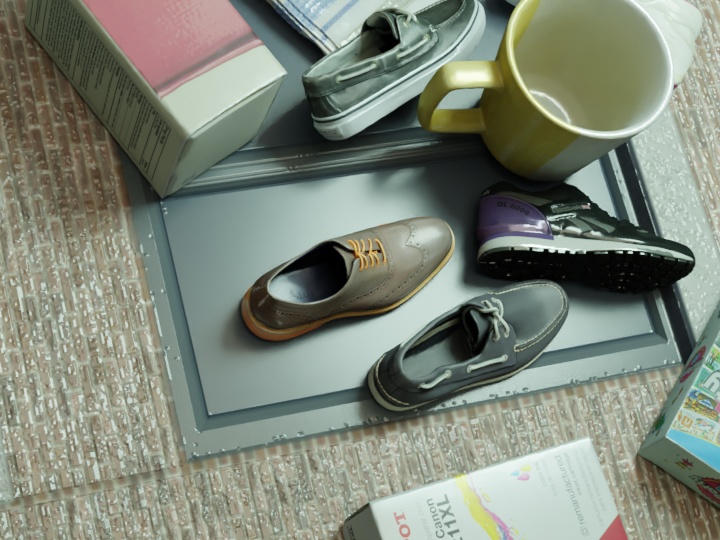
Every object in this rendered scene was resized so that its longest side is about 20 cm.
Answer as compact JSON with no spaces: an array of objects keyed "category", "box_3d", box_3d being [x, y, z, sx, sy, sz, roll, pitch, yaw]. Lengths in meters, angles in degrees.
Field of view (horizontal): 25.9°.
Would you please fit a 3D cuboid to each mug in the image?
[{"category":"mug","box_3d":[0.157,-0.160,1.362,0.186,0.153,0.150,26,66,-5]}]

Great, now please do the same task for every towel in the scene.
[{"category":"towel","box_3d":[-0.003,-0.250,1.423,0.200,0.024,0.147,43,63,1]}]

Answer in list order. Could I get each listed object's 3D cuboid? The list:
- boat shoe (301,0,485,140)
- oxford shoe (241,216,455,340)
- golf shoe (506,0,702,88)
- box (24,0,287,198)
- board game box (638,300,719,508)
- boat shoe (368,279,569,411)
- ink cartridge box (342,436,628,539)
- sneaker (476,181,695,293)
[{"category":"boat shoe","box_3d":[0.032,-0.191,1.346,0.200,0.072,0.071,-42,127,-27]},{"category":"oxford shoe","box_3d":[0.000,0.000,1.301,0.200,0.073,0.071,-25,78,-23]},{"category":"golf shoe","box_3d":[0.222,-0.227,1.452,0.199,0.075,0.092,15,70,-9]},{"category":"box","box_3d":[-0.172,-0.184,1.291,0.109,0.128,0.200,-36,84,-25]},{"category":"board game box","box_3d":[0.354,0.114,1.366,0.147,0.064,0.200,34,66,-1]},{"category":"boat shoe","box_3d":[0.101,0.058,1.314,0.200,0.063,0.073,-24,78,-23]},{"category":"ink cartridge box","box_3d":[0.106,0.233,1.238,0.199,0.083,0.146,-14,75,-21]},{"category":"sneaker","box_3d":[0.200,-0.039,1.376,0.199,0.076,0.088,7,62,-13]}]
